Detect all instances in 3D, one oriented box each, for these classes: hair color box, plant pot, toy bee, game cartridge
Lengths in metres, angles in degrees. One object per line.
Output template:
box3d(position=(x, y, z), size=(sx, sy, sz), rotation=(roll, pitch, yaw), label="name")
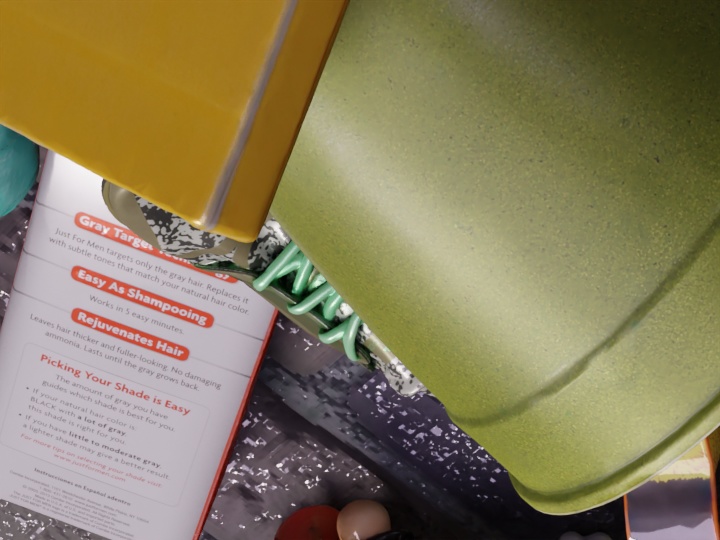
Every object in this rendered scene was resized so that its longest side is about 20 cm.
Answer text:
box3d(position=(-0.083, 0.016, 1.049), size=(0.101, 0.061, 0.200), rotation=(21, 131, -1), label="hair color box")
box3d(position=(0.042, -0.062, 0.840), size=(0.193, 0.200, 0.200), rotation=(38, 129, -14), label="plant pot")
box3d(position=(0.124, 0.067, 0.997), size=(0.131, 0.109, 0.200), rotation=(-26, 117, 30), label="toy bee")
box3d(position=(-0.056, -0.129, 0.770), size=(0.176, 0.032, 0.200), rotation=(28, 97, 40), label="game cartridge")

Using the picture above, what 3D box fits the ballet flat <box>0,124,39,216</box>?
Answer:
box3d(position=(-0.201, -0.006, 0.983), size=(0.200, 0.067, 0.070), rotation=(-29, 141, 3), label="ballet flat")

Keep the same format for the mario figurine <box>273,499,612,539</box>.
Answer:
box3d(position=(0.031, 0.127, 1.075), size=(0.200, 0.106, 0.123), rotation=(5, 154, 42), label="mario figurine")

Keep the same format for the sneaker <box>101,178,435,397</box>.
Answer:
box3d(position=(0.000, 0.000, 0.927), size=(0.200, 0.089, 0.077), rotation=(24, 112, -42), label="sneaker")
